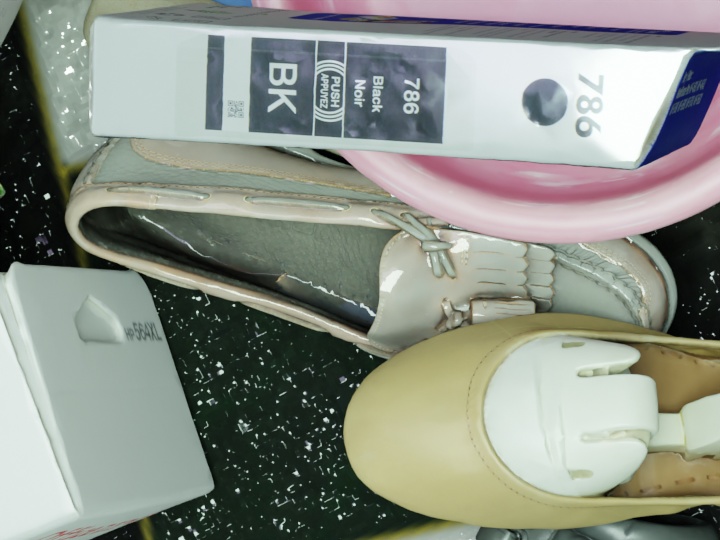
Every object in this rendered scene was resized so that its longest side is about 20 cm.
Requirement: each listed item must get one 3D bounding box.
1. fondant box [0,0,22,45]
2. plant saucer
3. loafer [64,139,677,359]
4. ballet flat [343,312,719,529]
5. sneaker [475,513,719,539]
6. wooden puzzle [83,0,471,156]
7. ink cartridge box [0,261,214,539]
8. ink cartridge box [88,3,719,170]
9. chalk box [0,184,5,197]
[{"bbox_3d":[-0.189,-0.129,0.860,0.199,0.144,0.058,23,91,-5],"label":"fondant box"},{"bbox_3d":[0.064,-0.110,0.920,0.200,0.051,0.201,2,97,14],"label":"plant saucer"},{"bbox_3d":[0.000,0.000,0.965,0.199,0.063,0.072,17,125,14],"label":"loafer"},{"bbox_3d":[0.096,0.042,0.911,0.199,0.063,0.069,0,75,-15],"label":"ballet flat"},{"bbox_3d":[0.029,0.111,0.968,0.199,0.071,0.100,3,90,8],"label":"sneaker"},{"bbox_3d":[0.017,-0.136,0.977,0.185,0.046,0.201,22,96,13],"label":"wooden puzzle"},{"bbox_3d":[-0.166,0.072,0.973,0.199,0.146,0.085,-22,85,13],"label":"ink cartridge box"},{"bbox_3d":[0.031,-0.054,0.857,0.199,0.099,0.039,3,97,15],"label":"ink cartridge box"},{"bbox_3d":[-0.233,-0.037,0.889,0.200,0.124,0.125,23,74,33],"label":"chalk box"}]
